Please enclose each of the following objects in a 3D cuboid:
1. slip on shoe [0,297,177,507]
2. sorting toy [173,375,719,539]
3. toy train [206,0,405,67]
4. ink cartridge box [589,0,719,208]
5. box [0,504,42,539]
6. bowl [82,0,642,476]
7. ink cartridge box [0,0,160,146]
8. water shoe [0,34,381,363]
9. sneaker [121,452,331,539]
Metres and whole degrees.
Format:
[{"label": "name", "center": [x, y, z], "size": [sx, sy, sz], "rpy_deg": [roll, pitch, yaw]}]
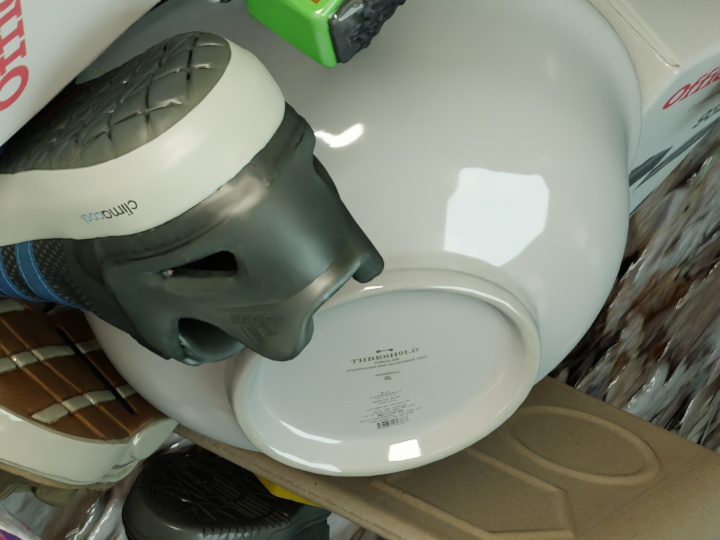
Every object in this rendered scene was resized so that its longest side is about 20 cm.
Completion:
[{"label": "slip on shoe", "center": [-0.112, 0.045, 0.817], "size": [0.061, 0.076, 0.200], "rpy_deg": [-41, 174, 6]}, {"label": "sorting toy", "center": [0.034, 0.072, 1.013], "size": [0.185, 0.200, 0.037], "rpy_deg": [-22, 136, -58]}, {"label": "toy train", "center": [0.034, -0.131, 0.598], "size": [0.200, 0.056, 0.042], "rpy_deg": [-51, 163, -11]}, {"label": "ink cartridge box", "center": [0.068, -0.057, 0.963], "size": [0.145, 0.084, 0.200], "rpy_deg": [-30, 164, -49]}, {"label": "box", "center": [-0.136, 0.121, 0.683], "size": [0.132, 0.200, 0.115], "rpy_deg": [-54, 163, 4]}, {"label": "bowl", "center": [0.000, 0.000, 0.809], "size": [0.200, 0.091, 0.201], "rpy_deg": [-8, 141, -6]}, {"label": "ink cartridge box", "center": [-0.057, -0.138, 0.583], "size": [0.200, 0.084, 0.145], "rpy_deg": [-46, 162, -23]}, {"label": "water shoe", "center": [-0.064, -0.006, 0.677], "size": [0.071, 0.079, 0.200], "rpy_deg": [-43, -166, -18]}, {"label": "sneaker", "center": [-0.058, 0.126, 1.119], "size": [0.104, 0.060, 0.200], "rpy_deg": [-64, 163, 17]}]
